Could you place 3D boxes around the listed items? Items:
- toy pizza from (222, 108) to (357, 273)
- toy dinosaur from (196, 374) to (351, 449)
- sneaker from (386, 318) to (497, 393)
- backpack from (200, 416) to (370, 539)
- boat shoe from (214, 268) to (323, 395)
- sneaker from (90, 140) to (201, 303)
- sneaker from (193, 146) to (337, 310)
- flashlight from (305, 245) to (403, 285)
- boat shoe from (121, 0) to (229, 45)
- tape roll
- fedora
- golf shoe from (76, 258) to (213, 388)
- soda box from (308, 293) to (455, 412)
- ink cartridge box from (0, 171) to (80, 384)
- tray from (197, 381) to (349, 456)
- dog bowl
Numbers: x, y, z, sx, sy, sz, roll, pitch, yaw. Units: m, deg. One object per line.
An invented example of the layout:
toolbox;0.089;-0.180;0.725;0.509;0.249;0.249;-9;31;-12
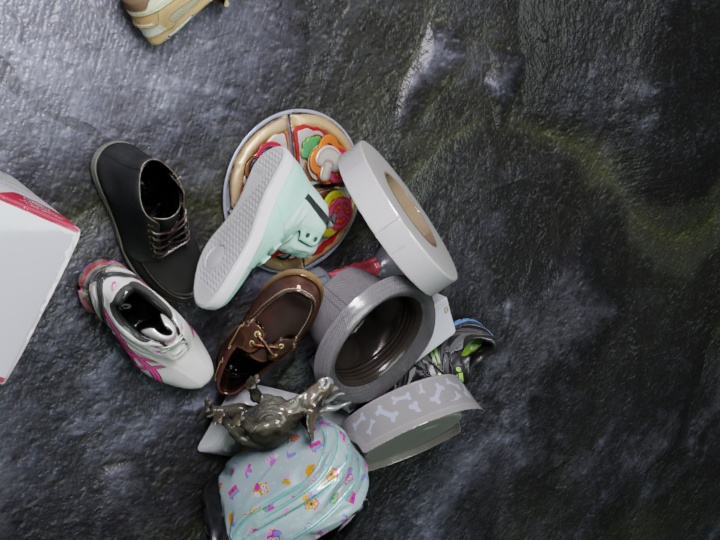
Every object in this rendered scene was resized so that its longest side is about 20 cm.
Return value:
toy pizza;-0.073;-0.092;1.023;0.199;0.032;0.202;-14;113;-35
toy dinosaur;-0.118;0.175;0.973;0.102;0.199;0.077;39;39;-31
sneaker;0.114;0.135;1.215;0.199;0.083;0.071;-29;122;-24
backpack;-0.088;0.266;1.013;0.199;0.167;0.127;-31;129;4
boat shoe;-0.105;0.076;0.955;0.070;0.200;0.071;29;44;-13
sneaker;-0.206;-0.035;0.887;0.075;0.106;0.201;-39;125;-22
sneaker;-0.098;-0.023;0.941;0.118;0.073;0.201;45;62;-40
flashlight;0.000;0.000;1.093;0.199;0.068;0.068;-18;89;-32
boat shoe;-0.153;-0.307;0.874;0.200;0.072;0.076;-39;140;-13
tape roll;0.045;-0.062;1.005;0.037;0.203;0.203;-34;130;12
fedora;-0.002;0.065;1.025;0.177;0.090;0.200;-50;150;2
golf shoe;-0.222;0.074;0.923;0.073;0.092;0.200;-50;130;-14
soda box;0.032;0.102;1.149;0.200;0.068;0.064;-34;123;-25
ink cartridge box;-0.358;-0.023;0.711;0.145;0.200;0.145;26;91;-40
tray;-0.102;0.208;1.094;0.199;0.022;0.108;21;106;-41
dog bowl;0.062;0.202;1.129;0.199;0.059;0.200;-22;159;-9
